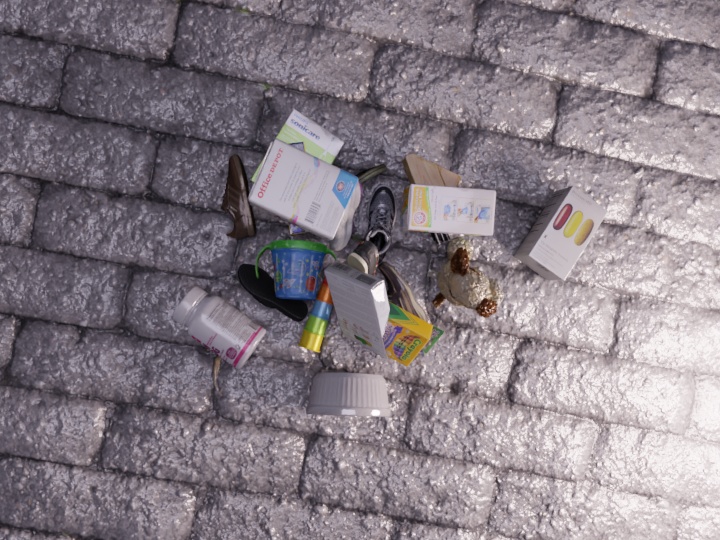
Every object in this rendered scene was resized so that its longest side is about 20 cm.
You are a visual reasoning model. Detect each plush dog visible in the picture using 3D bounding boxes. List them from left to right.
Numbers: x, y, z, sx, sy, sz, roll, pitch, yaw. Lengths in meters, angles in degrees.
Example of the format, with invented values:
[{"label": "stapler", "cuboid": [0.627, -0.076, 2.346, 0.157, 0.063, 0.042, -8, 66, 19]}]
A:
[{"label": "plush dog", "cuboid": [0.247, 0.035, 1.379, 0.160, 0.172, 0.201, -36, 93, -3]}]

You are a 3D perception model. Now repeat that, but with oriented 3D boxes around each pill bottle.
[{"label": "pill bottle", "cuboid": [-0.335, 0.132, 1.372, 0.199, 0.113, 0.114, 35, 88, -2]}]

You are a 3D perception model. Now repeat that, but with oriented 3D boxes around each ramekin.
[{"label": "ramekin", "cuboid": [-0.027, 0.291, 1.356, 0.199, 0.203, 0.096, 3, 77, -4]}]

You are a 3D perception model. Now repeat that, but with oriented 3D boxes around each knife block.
[{"label": "knife block", "cuboid": [0.168, -0.168, 1.429, 0.198, 0.064, 0.177, 24, 88, -4]}]

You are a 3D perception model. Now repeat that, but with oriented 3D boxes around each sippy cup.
[{"label": "sippy cup", "cuboid": [-0.149, 0.003, 1.367, 0.176, 0.139, 0.132, 0, 83, 29]}]

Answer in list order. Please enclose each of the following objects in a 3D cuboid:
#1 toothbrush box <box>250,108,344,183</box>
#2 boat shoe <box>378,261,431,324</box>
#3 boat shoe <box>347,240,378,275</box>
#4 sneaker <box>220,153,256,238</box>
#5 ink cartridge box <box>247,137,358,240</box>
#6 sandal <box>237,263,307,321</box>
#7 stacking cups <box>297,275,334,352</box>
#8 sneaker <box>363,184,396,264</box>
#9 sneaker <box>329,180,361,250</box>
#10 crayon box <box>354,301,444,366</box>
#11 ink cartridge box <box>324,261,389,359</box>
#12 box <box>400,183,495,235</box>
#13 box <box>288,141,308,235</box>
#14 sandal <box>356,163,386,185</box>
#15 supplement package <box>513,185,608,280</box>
[{"label": "toothbrush box", "cuboid": [-0.151, -0.257, 1.398, 0.145, 0.086, 0.201, 31, 89, -5]}, {"label": "boat shoe", "cuboid": [0.096, 0.073, 1.420, 0.073, 0.074, 0.201, -34, 91, -3]}, {"label": "boat shoe", "cuboid": [0.002, 0.002, 1.362, 0.073, 0.202, 0.063, 38, 64, 12]}, {"label": "sneaker", "cuboid": [-0.305, -0.177, 1.396, 0.074, 0.070, 0.203, -11, 90, -3]}, {"label": "ink cartridge box", "cuboid": [-0.125, -0.171, 1.247, 0.198, 0.085, 0.146, 24, 87, -9]}, {"label": "sandal", "cuboid": [-0.221, 0.062, 1.405, 0.200, 0.076, 0.048, 38, 132, -9]}, {"label": "stacking cups", "cuboid": [-0.098, 0.094, 1.414, 0.060, 0.061, 0.203, 17, 87, -3]}, {"label": "sneaker", "cuboid": [0.050, -0.110, 1.396, 0.074, 0.114, 0.203, 10, 89, -4]}, {"label": "sneaker", "cuboid": [-0.061, -0.135, 1.373, 0.098, 0.075, 0.202, 0, 130, -18]}, {"label": "crayon box", "cuboid": [0.086, 0.152, 1.394, 0.198, 0.052, 0.126, 27, 133, -3]}, {"label": "ink cartridge box", "cuboid": [0.005, 0.090, 1.328, 0.050, 0.161, 0.202, -37, 128, -29]}, {"label": "box", "cuboid": [0.199, -0.138, 1.343, 0.197, 0.112, 0.103, 4, 93, -6]}, {"label": "box", "cuboid": [-0.144, -0.184, 1.322, 0.063, 0.070, 0.203, -8, 92, -5]}, {"label": "sandal", "cuboid": [-0.019, -0.197, 1.414, 0.199, 0.080, 0.058, -27, 105, -4]}, {"label": "supplement package", "cuboid": [0.490, -0.089, 1.426, 0.113, 0.110, 0.201, 33, 88, -3]}]
